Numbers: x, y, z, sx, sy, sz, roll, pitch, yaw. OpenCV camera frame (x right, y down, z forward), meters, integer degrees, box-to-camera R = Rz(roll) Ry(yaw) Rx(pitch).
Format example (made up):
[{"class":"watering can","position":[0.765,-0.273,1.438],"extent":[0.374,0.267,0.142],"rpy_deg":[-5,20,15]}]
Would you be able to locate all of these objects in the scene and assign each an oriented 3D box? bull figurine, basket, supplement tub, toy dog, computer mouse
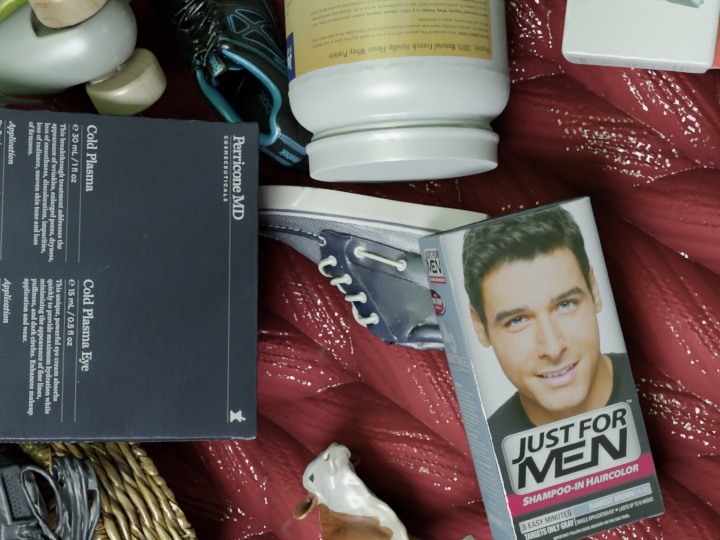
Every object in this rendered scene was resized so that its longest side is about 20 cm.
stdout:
[{"class":"bull figurine","position":[0.011,0.214,0.849],"extent":[0.121,0.065,0.201],"rpy_deg":[8,102,44]},{"class":"basket","position":[-0.212,0.184,0.868],"extent":[0.200,0.149,0.143],"rpy_deg":[53,148,13]},{"class":"supplement tub","position":[0.022,-0.162,0.819],"extent":[0.143,0.144,0.201],"rpy_deg":[-4,87,19]},{"class":"toy dog","position":[-0.218,-0.151,0.819],"extent":[0.199,0.097,0.132],"rpy_deg":[6,131,4]},{"class":"computer mouse","position":[-0.252,0.162,0.828],"extent":[0.199,0.053,0.139],"rpy_deg":[12,103,16]}]

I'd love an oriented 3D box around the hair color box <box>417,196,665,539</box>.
[{"class":"hair color box","position":[0.111,0.063,0.794],"extent":[0.098,0.061,0.201],"rpy_deg":[-15,93,-10]}]

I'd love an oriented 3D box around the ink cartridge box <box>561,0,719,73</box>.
[{"class":"ink cartridge box","position":[0.221,-0.223,0.780],"extent":[0.175,0.045,0.201],"rpy_deg":[6,96,10]}]

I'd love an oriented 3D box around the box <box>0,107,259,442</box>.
[{"class":"box","position":[-0.162,0.008,0.805],"extent":[0.181,0.104,0.201],"rpy_deg":[2,83,-16]}]

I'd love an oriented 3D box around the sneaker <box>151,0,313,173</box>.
[{"class":"sneaker","position":[-0.091,-0.158,0.893],"extent":[0.073,0.082,0.200],"rpy_deg":[-42,75,16]}]

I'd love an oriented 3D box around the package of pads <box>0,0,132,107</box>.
[{"class":"package of pads","position":[-0.220,-0.212,0.910],"extent":[0.200,0.068,0.155],"rpy_deg":[-34,34,16]}]

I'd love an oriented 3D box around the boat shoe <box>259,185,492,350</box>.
[{"class":"boat shoe","position":[0.000,0.000,0.859],"extent":[0.199,0.075,0.093],"rpy_deg":[8,84,19]}]
